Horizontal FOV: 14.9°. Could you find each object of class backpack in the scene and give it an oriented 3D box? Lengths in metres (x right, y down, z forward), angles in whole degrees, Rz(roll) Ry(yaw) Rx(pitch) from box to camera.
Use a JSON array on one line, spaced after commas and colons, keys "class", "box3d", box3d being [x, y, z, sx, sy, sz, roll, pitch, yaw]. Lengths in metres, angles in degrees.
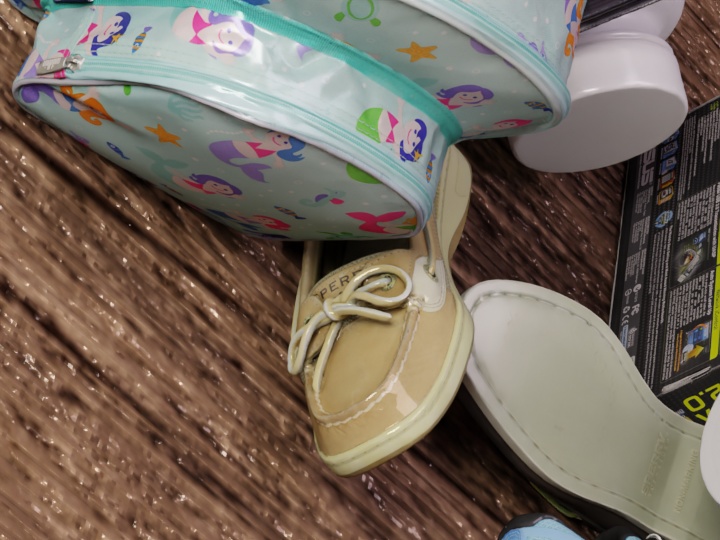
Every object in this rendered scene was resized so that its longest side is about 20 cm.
[{"class": "backpack", "box3d": [-0.018, -0.097, 0.998, 0.177, 0.199, 0.151, 30, 64, -41]}]

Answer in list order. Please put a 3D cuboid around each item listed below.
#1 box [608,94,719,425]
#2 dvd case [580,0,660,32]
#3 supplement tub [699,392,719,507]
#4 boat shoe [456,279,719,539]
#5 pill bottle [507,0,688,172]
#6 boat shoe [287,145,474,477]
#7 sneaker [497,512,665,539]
[{"class": "box", "box3d": [0.191, -0.016, 1.264, 0.044, 0.160, 0.200, 44, 35, -27]}, {"class": "dvd case", "box3d": [0.056, -0.186, 1.215, 0.016, 0.148, 0.201, 33, 40, -59]}, {"class": "supplement tub", "box3d": [0.244, 0.116, 1.136, 0.200, 0.145, 0.146, 48, 34, -28]}, {"class": "boat shoe", "box3d": [0.095, 0.070, 1.161, 0.201, 0.060, 0.072, 37, 67, -30]}, {"class": "pill bottle", "box3d": [0.086, -0.152, 1.263, 0.111, 0.111, 0.201, 15, 54, -49]}, {"class": "boat shoe", "box3d": [0.002, -0.002, 1.068, 0.063, 0.073, 0.201, 48, 31, -26]}, {"class": "sneaker", "box3d": [0.128, 0.146, 1.134, 0.200, 0.078, 0.090, 27, 42, -44]}]
